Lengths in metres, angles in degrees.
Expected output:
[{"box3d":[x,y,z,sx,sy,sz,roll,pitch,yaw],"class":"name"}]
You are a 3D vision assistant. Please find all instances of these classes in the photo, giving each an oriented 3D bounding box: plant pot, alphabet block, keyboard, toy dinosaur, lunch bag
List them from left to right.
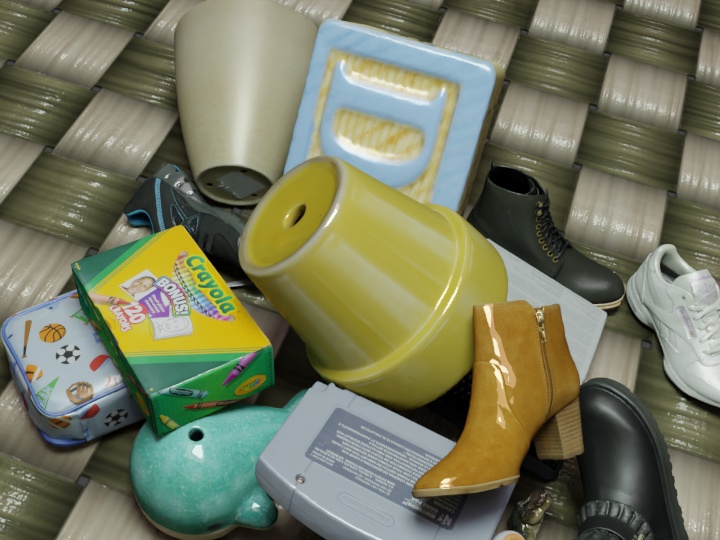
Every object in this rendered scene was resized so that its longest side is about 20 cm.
[{"box3d":[-0.249,0.076,0.983,0.200,0.076,0.160,-22,52,-24],"class":"lunch bag"},{"box3d":[-0.138,-0.186,1.155,0.187,0.187,0.200,4,63,-4],"class":"plant pot"},{"box3d":[0.000,0.000,0.887,0.189,0.201,0.201,40,42,-32],"class":"plant pot"},{"box3d":[0.042,-0.159,1.082,0.195,0.197,0.200,19,15,7],"class":"alphabet block"},{"box3d":[0.133,0.119,0.983,0.200,0.040,0.104,32,54,-4],"class":"keyboard"},{"box3d":[0.151,0.299,0.876,0.088,0.047,0.200,21,57,14],"class":"toy dinosaur"}]

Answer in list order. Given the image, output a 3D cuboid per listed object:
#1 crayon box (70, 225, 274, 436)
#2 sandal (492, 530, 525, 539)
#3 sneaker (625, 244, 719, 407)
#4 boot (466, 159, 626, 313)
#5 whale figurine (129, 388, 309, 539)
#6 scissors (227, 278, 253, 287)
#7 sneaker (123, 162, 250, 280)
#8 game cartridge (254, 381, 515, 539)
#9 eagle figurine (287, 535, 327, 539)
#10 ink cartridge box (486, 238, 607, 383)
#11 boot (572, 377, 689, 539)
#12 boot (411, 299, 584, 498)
[{"box3d":[-0.178,0.050,0.914,0.119,0.058,0.200,-22,47,-24],"class":"crayon box"},{"box3d":[0.128,0.318,0.785,0.079,0.059,0.207,13,76,-41],"class":"sandal"},{"box3d":[0.361,0.060,1.055,0.075,0.100,0.200,-16,56,-21],"class":"sneaker"},{"box3d":[0.213,-0.034,1.086,0.200,0.138,0.078,19,51,7],"class":"boot"},{"box3d":[-0.116,0.164,0.907,0.200,0.104,0.159,-18,55,-18],"class":"whale figurine"},{"box3d":[-0.061,0.004,1.101,0.200,0.014,0.073,-23,58,-24],"class":"scissors"},{"box3d":[-0.182,-0.038,1.095,0.200,0.073,0.082,36,71,28],"class":"sneaker"},{"box3d":[0.020,0.180,0.818,0.200,0.041,0.133,25,36,12],"class":"game cartridge"},{"box3d":[0.015,0.273,0.812,0.152,0.200,0.151,-37,103,5],"class":"eagle figurine"},{"box3d":[0.162,0.068,1.012,0.162,0.050,0.200,32,41,5],"class":"ink cartridge box"},{"box3d":[0.212,0.212,0.857,0.158,0.079,0.211,-16,84,-43],"class":"boot"},{"box3d":[0.106,0.100,0.805,0.201,0.071,0.144,-10,86,-40],"class":"boot"}]
